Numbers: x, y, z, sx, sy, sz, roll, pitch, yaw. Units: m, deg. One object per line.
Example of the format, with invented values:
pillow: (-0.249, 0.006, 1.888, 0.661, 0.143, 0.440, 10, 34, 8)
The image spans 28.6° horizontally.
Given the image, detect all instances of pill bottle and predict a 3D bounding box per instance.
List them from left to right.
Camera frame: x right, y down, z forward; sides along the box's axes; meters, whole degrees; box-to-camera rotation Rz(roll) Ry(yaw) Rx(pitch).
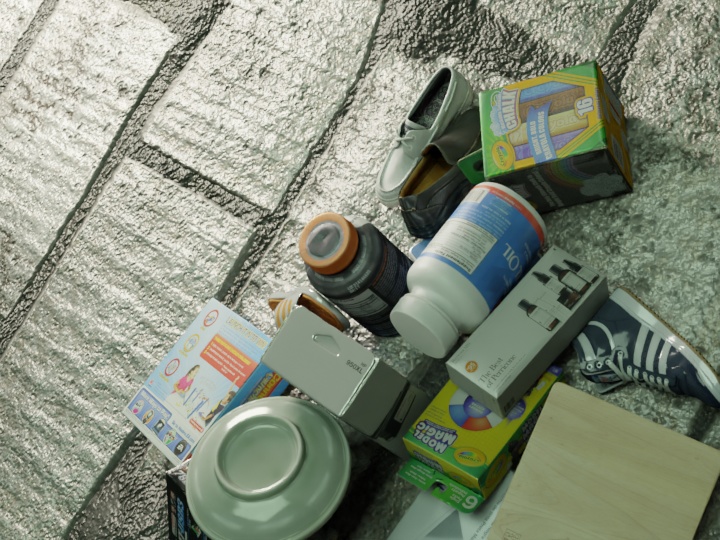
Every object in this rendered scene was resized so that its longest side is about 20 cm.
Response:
pill bottle: (0.000, 0.000, 1.738, 0.105, 0.200, 0.107, -11, 63, 23)
pill bottle: (0.124, 0.003, 1.670, 0.112, 0.113, 0.201, 25, 66, 34)

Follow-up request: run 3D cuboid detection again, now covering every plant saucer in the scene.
plant saucer: (-0.110, 0.221, 1.610, 0.197, 0.050, 0.202, -8, 52, 10)

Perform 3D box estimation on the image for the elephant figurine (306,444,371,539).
elephant figurine: (-0.074, 0.299, 1.699, 0.155, 0.140, 0.203, 16, 92, 62)

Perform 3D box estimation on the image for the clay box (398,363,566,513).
clay box: (0.138, 0.177, 1.638, 0.114, 0.048, 0.200, 24, 60, 34)

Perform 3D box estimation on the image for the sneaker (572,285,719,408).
sneaker: (0.320, 0.114, 1.587, 0.108, 0.070, 0.200, -42, 48, 0)

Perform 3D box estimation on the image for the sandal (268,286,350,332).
sandal: (-0.077, 0.068, 1.785, 0.059, 0.079, 0.206, -53, 15, -16)

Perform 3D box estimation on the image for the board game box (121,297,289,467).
board game box: (-0.194, 0.154, 1.817, 0.196, 0.056, 0.200, -51, 34, -7)

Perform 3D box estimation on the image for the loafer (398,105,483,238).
loafer: (0.110, -0.138, 1.805, 0.072, 0.072, 0.201, 8, 59, 35)

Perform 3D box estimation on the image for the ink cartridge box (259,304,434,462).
ink cartridge box: (-0.007, 0.137, 1.680, 0.144, 0.200, 0.085, 30, 83, 35)

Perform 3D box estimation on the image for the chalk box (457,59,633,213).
chalk box: (0.219, -0.153, 1.733, 0.198, 0.124, 0.125, -12, 63, 23)

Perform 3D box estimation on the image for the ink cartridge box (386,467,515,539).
ink cartridge box: (0.134, 0.322, 1.616, 0.199, 0.041, 0.201, 34, 87, 35)

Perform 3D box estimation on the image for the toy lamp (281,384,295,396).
toy lamp: (-0.117, 0.169, 1.817, 0.200, 0.058, 0.058, -42, 55, 10)

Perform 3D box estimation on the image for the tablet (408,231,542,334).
tablet: (0.157, 0.003, 1.739, 0.129, 0.014, 0.200, -32, 49, -7)

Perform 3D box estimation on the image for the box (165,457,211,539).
box: (-0.158, 0.356, 1.680, 0.049, 0.202, 0.198, -23, 45, -31)

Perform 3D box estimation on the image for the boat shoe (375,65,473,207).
boat shoe: (0.077, -0.178, 1.856, 0.072, 0.068, 0.201, 37, 88, 35)

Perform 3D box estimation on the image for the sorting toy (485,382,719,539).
sorting toy: (0.266, 0.255, 1.534, 0.198, 0.070, 0.201, 23, 81, 18)

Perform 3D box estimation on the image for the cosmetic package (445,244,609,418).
cosmetic package: (0.194, 0.068, 1.635, 0.082, 0.051, 0.200, 32, 70, 34)
